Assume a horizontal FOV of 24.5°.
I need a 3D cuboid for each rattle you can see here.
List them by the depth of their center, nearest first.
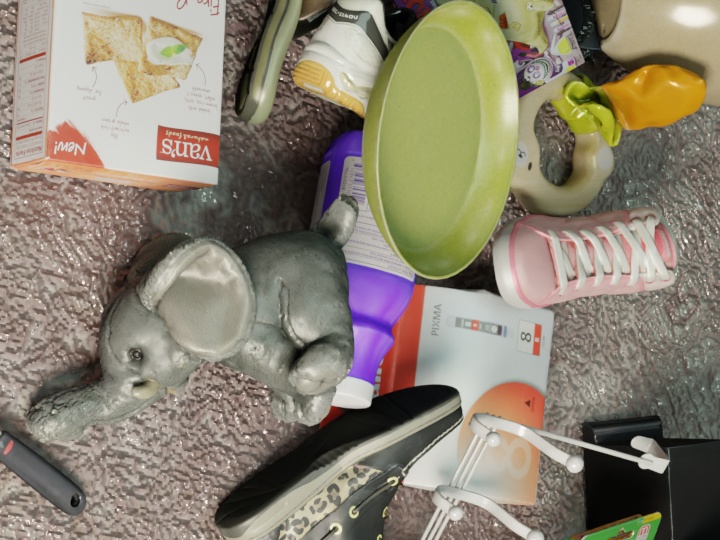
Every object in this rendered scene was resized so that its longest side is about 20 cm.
[{"bbox_3d":[0.167,-0.091,1.340,0.200,0.143,0.131,-25,121,-43],"label":"rattle"}]

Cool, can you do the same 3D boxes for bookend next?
[{"bbox_3d":[0.287,0.223,1.368,0.092,0.199,0.201,-2,87,-37],"label":"bookend"}]

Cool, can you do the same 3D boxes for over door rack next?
[{"bbox_3d":[0.142,0.192,1.283,0.200,0.067,0.148,12,113,-35],"label":"over door rack"}]

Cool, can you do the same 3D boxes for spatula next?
[{"bbox_3d":[-0.247,0.100,1.062,0.200,0.021,0.057,44,60,-29],"label":"spatula"}]

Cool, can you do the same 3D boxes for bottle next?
[{"bbox_3d":[0.000,0.000,1.230,0.083,0.065,0.201,14,73,-20],"label":"bottle"}]

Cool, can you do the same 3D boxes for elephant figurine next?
[{"bbox_3d":[-0.111,0.032,1.119,0.199,0.142,0.155,11,50,-22],"label":"elephant figurine"}]

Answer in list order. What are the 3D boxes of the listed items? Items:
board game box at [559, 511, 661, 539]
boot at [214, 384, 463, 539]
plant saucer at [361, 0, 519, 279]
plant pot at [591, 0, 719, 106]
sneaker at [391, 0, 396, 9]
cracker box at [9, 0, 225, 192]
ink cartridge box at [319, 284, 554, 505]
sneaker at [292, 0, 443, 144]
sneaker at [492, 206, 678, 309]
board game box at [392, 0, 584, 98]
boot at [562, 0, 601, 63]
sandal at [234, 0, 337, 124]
[{"bbox_3d":[0.171,0.273,1.315,0.095,0.030,0.200,-9,130,-39],"label":"board game box"},{"bbox_3d":[0.008,0.189,1.218,0.203,0.073,0.154,-31,108,-19],"label":"boot"},{"bbox_3d":[0.055,-0.095,1.198,0.200,0.031,0.201,-20,114,-55],"label":"plant saucer"},{"bbox_3d":[0.267,-0.237,1.412,0.134,0.200,0.201,-3,88,-14],"label":"plant pot"},{"bbox_3d":[0.041,-0.267,1.284,0.074,0.087,0.200,-19,123,-6],"label":"sneaker"},{"bbox_3d":[-0.161,-0.160,1.128,0.134,0.058,0.201,6,84,-38],"label":"cracker box"},{"bbox_3d":[0.063,0.090,1.295,0.200,0.050,0.163,16,76,-40],"label":"ink cartridge box"},{"bbox_3d":[0.031,-0.146,1.228,0.200,0.076,0.088,22,93,-62],"label":"sneaker"},{"bbox_3d":[0.190,-0.015,1.337,0.200,0.104,0.076,-3,82,-56],"label":"sneaker"},{"bbox_3d":[0.090,-0.206,1.268,0.120,0.032,0.200,-26,135,5],"label":"board game box"},{"bbox_3d":[0.123,-0.255,1.349,0.200,0.076,0.169,4,80,-45],"label":"boot"},{"bbox_3d":[-0.037,-0.196,1.213,0.057,0.080,0.201,20,82,-7],"label":"sandal"}]
